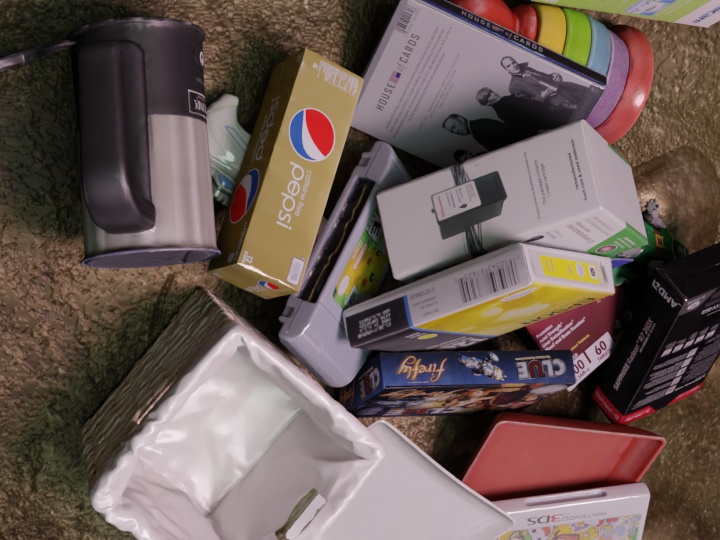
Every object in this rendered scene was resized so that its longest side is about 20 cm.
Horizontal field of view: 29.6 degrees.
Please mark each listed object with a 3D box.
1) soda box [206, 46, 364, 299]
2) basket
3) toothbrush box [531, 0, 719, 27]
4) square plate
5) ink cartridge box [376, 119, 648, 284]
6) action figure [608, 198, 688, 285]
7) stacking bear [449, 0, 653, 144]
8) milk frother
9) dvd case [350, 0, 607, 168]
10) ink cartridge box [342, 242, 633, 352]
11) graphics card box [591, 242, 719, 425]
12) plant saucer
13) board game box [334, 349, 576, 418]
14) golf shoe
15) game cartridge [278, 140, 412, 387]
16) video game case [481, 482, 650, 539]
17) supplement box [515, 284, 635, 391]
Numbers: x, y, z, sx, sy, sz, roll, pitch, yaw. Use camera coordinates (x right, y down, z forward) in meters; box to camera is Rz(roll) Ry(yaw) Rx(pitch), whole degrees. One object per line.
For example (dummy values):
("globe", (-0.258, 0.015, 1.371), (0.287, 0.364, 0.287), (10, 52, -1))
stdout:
("soda box", (-0.064, -0.082, 1.165), (0.063, 0.067, 0.203), (25, 72, -25))
("basket", (-0.124, 0.156, 1.228), (0.200, 0.161, 0.199), (41, 88, -26))
("toothbrush box", (0.256, -0.315, 1.241), (0.197, 0.086, 0.148), (3, 79, -20))
("square plate", (0.019, 0.241, 1.345), (0.199, 0.029, 0.198), (-38, 118, 26))
("ink cartridge box", (0.133, -0.045, 1.195), (0.198, 0.146, 0.084), (-18, 72, 24))
("action figure", (0.275, -0.031, 1.353), (0.199, 0.054, 0.120), (13, 72, -53))
("stacking bear", (0.160, -0.198, 1.262), (0.198, 0.114, 0.123), (18, 98, -19))
("milk frother", (-0.228, -0.099, 1.111), (0.197, 0.180, 0.191), (-8, 83, 25))
("dvd case", (0.099, -0.153, 1.225), (0.198, 0.025, 0.151), (24, 130, -7))
("ink cartridge box", (0.119, 0.031, 1.212), (0.199, 0.196, 0.048), (10, 64, -50))
("graphics card box", (0.319, 0.063, 1.365), (0.124, 0.051, 0.201), (-19, 145, -29))
("plant saucer", (0.183, 0.217, 1.398), (0.197, 0.037, 0.201), (7, 130, -23))
("board game box", (0.089, 0.111, 1.314), (0.197, 0.135, 0.035), (0, 72, -20))
("golf shoe", (-0.070, -0.079, 1.229), (0.199, 0.078, 0.098), (35, 86, -27))
("game cartridge", (0.000, 0.000, 1.240), (0.202, 0.040, 0.134), (-64, 154, -15))
("video game case", (0.205, 0.313, 1.435), (0.179, 0.023, 0.202), (-5, 126, -11))
("supplement box", (0.188, 0.008, 1.358), (0.108, 0.061, 0.201), (-39, 115, -5))
